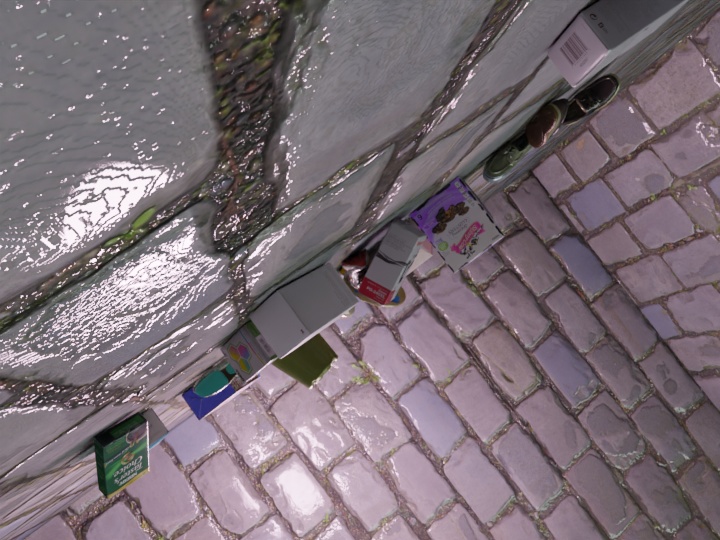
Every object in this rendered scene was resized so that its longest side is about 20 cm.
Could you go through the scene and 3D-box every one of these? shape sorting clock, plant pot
[{"bbox_3d":[0.042,0.053,1.861,0.200,0.200,0.039,-29,142,-61],"label":"shape sorting clock"},{"bbox_3d":[-0.169,0.225,1.718,0.200,0.190,0.200,-49,173,-8],"label":"plant pot"}]

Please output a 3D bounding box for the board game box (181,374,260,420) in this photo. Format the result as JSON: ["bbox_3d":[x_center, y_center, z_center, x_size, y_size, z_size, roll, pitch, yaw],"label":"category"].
[{"bbox_3d":[-0.434,0.362,1.926,0.159,0.097,0.200,-38,176,11],"label":"board game box"}]

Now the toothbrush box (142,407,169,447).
[{"bbox_3d":[-0.613,0.463,1.645,0.146,0.085,0.200,-35,174,-34],"label":"toothbrush box"}]

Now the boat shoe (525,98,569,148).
[{"bbox_3d":[0.478,-0.372,1.557,0.065,0.073,0.200,-31,175,-7],"label":"boat shoe"}]

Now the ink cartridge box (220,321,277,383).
[{"bbox_3d":[-0.270,0.200,1.466,0.059,0.104,0.200,-32,174,-47],"label":"ink cartridge box"}]

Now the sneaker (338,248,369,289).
[{"bbox_3d":[0.000,0.000,1.637,0.078,0.082,0.200,-36,175,-10],"label":"sneaker"}]

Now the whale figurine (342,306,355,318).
[{"bbox_3d":[-0.093,0.079,1.741,0.159,0.104,0.200,-5,164,22],"label":"whale figurine"}]

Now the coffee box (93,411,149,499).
[{"bbox_3d":[-0.569,0.444,1.467,0.123,0.044,0.200,-29,142,-45],"label":"coffee box"}]

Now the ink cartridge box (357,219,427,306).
[{"bbox_3d":[0.085,-0.023,1.571,0.200,0.083,0.145,-63,170,12],"label":"ink cartridge box"}]

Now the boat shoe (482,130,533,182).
[{"bbox_3d":[0.411,-0.324,1.680,0.200,0.072,0.062,-44,160,-10],"label":"boat shoe"}]

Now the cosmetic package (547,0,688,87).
[{"bbox_3d":[0.382,-0.363,0.897,0.200,0.074,0.102,-34,176,-17],"label":"cosmetic package"}]

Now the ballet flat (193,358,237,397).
[{"bbox_3d":[-0.388,0.288,1.747,0.200,0.072,0.072,-35,176,-15],"label":"ballet flat"}]

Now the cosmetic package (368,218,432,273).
[{"bbox_3d":[0.108,-0.042,1.775,0.200,0.087,0.104,-40,-149,32],"label":"cosmetic package"}]

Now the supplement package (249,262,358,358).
[{"bbox_3d":[-0.120,0.084,1.337,0.117,0.117,0.200,-39,176,34],"label":"supplement package"}]

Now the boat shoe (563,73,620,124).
[{"bbox_3d":[0.625,-0.461,1.690,0.065,0.073,0.200,-37,177,-40],"label":"boat shoe"}]

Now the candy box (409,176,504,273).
[{"bbox_3d":[0.260,-0.121,1.642,0.168,0.200,0.072,-38,176,13],"label":"candy box"}]

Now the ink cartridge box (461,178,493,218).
[{"bbox_3d":[0.286,-0.162,1.773,0.145,0.145,0.200,-38,175,12],"label":"ink cartridge box"}]
